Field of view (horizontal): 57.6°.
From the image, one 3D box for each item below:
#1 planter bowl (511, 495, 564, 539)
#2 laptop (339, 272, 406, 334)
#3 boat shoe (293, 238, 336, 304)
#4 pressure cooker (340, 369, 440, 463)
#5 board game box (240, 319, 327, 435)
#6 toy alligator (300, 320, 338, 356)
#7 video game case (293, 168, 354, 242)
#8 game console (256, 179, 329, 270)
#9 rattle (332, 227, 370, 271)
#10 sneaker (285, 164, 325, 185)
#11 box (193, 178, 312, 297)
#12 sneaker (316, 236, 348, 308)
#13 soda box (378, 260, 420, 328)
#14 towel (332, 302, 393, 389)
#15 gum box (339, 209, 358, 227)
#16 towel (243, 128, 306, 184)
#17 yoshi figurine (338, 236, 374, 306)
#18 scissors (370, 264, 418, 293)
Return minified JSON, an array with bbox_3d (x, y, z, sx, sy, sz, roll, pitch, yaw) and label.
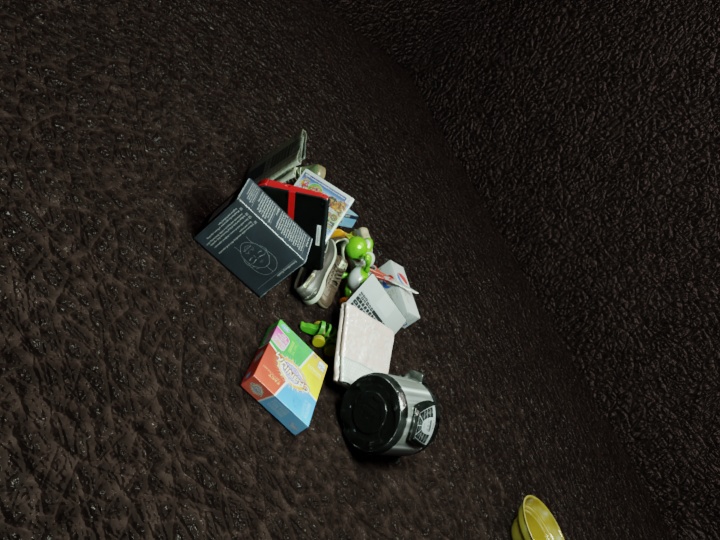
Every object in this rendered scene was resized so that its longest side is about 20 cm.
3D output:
[{"bbox_3d":[0.454,0.702,1.715,0.200,0.083,0.201,42,27,-27],"label":"planter bowl"},{"bbox_3d":[0.042,0.149,1.620,0.116,0.200,0.187,19,-29,52],"label":"laptop"},{"bbox_3d":[-0.111,-0.014,1.602,0.061,0.072,0.202,48,41,-37],"label":"boat shoe"},{"bbox_3d":[0.076,0.315,1.436,0.200,0.176,0.179,23,37,-50],"label":"pressure cooker"},{"bbox_3d":[-0.149,0.212,1.329,0.153,0.040,0.200,46,25,-16],"label":"board game box"},{"bbox_3d":[-0.056,0.169,1.535,0.200,0.054,0.059,41,28,-26],"label":"toy alligator"},{"bbox_3d":[-0.125,-0.130,1.575,0.143,0.200,0.018,32,-18,0],"label":"video game case"},{"bbox_3d":[-0.160,-0.102,1.485,0.176,0.200,0.031,13,35,8],"label":"game console"},{"bbox_3d":[-0.034,-0.021,1.814,0.143,0.130,0.201,9,75,-43],"label":"rattle"},{"bbox_3d":[-0.184,-0.228,1.676,0.090,0.200,0.067,21,62,-37],"label":"sneaker"},{"bbox_3d":[-0.229,-0.069,1.424,0.200,0.148,0.107,45,26,-20],"label":"box"},{"bbox_3d":[-0.073,-0.003,1.656,0.070,0.075,0.200,35,47,-42],"label":"sneaker"},{"bbox_3d":[0.111,0.069,1.957,0.068,0.064,0.200,30,33,-42],"label":"soda box"},{"bbox_3d":[0.011,0.194,1.524,0.200,0.032,0.191,36,52,-47],"label":"towel"},{"bbox_3d":[-0.127,-0.197,1.820,0.200,0.045,0.170,40,17,26],"label":"gum box"},{"bbox_3d":[-0.214,-0.256,1.637,0.035,0.200,0.193,48,23,-27],"label":"towel"},{"bbox_3d":[-0.013,-0.005,1.714,0.112,0.112,0.200,9,67,-5],"label":"yoshi figurine"},{"bbox_3d":[0.078,0.018,1.920,0.200,0.014,0.073,15,40,-10],"label":"scissors"}]
